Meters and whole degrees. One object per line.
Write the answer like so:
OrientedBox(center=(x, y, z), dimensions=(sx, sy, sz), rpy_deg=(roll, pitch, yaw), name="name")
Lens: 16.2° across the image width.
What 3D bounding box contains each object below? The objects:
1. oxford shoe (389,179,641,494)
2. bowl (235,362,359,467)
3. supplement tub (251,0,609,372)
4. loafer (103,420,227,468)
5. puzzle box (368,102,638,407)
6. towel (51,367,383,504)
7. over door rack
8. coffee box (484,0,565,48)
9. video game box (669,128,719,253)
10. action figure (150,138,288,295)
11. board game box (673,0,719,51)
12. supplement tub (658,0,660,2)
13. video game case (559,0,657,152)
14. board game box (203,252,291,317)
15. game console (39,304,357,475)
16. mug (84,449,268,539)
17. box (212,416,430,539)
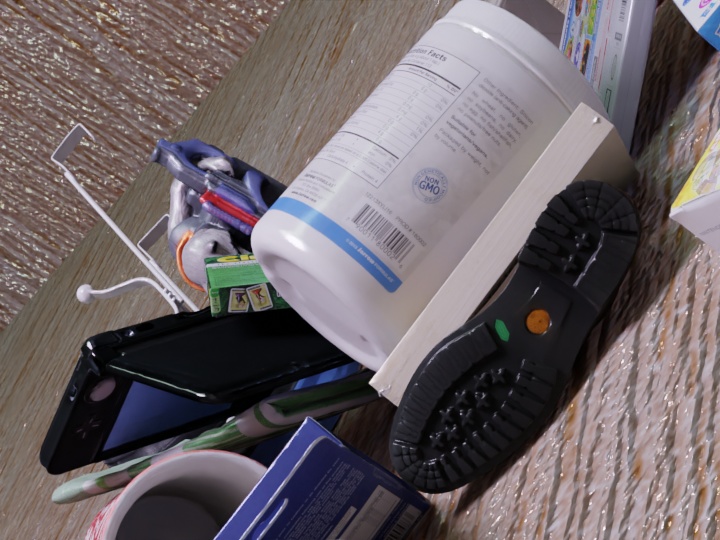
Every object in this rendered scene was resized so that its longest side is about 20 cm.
OrientedBox(center=(0.092, 0.041, 1.393), dimensions=(0.200, 0.073, 0.084), rpy_deg=(-51, -9, 10), name="oxford shoe")
OrientedBox(center=(-0.077, 0.129, 1.848), dimensions=(0.201, 0.039, 0.201), rpy_deg=(-50, 12, 14), name="bowl")
OrientedBox(center=(0.042, -0.048, 1.521), dimensions=(0.200, 0.132, 0.132), rpy_deg=(-48, 10, -14), name="supplement tub")
OrientedBox(center=(-0.117, 0.084, 1.863), dimensions=(0.201, 0.070, 0.068), rpy_deg=(-49, 10, 16), name="loafer")
OrientedBox(center=(0.085, 0.002, 1.465), dimensions=(0.200, 0.025, 0.133), rpy_deg=(-52, -15, -1), name="puzzle box")
OrientedBox(center=(-0.088, 0.108, 1.679), dimensions=(0.199, 0.024, 0.152), rpy_deg=(-22, -5, 37), name="towel")
OrientedBox(center=(-0.150, 0.013, 1.792), dimensions=(0.066, 0.148, 0.201), rpy_deg=(-34, 53, 5), name="over door rack")
OrientedBox(center=(0.070, -0.111, 1.887), dimensions=(0.200, 0.080, 0.113), rpy_deg=(-43, 15, 41), name="coffee box")
OrientedBox(center=(0.250, -0.109, 1.226), dimensions=(0.201, 0.047, 0.182), rpy_deg=(-56, 13, -20), name="video game box")
OrientedBox(center=(-0.058, -0.013, 1.778), dimensions=(0.105, 0.199, 0.193), rpy_deg=(-64, -16, 20), name="action figure")
OrientedBox(center=(0.265, -0.216, 1.473), dimensions=(0.196, 0.056, 0.200), rpy_deg=(-51, 11, 12), name="board game box")
OrientedBox(center=(0.144, -0.274, 1.778), dimensions=(0.123, 0.200, 0.123), rpy_deg=(-49, 12, 15), name="supplement tub")
OrientedBox(center=(0.157, -0.148, 1.640), dimensions=(0.200, 0.018, 0.144), rpy_deg=(-122, 41, -78), name="video game case")
OrientedBox(center=(0.000, 0.000, 1.626), dimensions=(0.105, 0.198, 0.024), rpy_deg=(-112, 16, -76), name="board game box")
OrientedBox(center=(-0.080, 0.081, 1.622), dimensions=(0.199, 0.117, 0.177), rpy_deg=(-16, -36, -42), name="game console")
OrientedBox(center=(-0.132, 0.181, 1.591), dimensions=(0.200, 0.176, 0.135), rpy_deg=(155, 123, -76), name="mug")
OrientedBox(center=(-0.034, 0.147, 1.359), dimensions=(0.121, 0.032, 0.200), rpy_deg=(-52, -22, -2), name="box")
